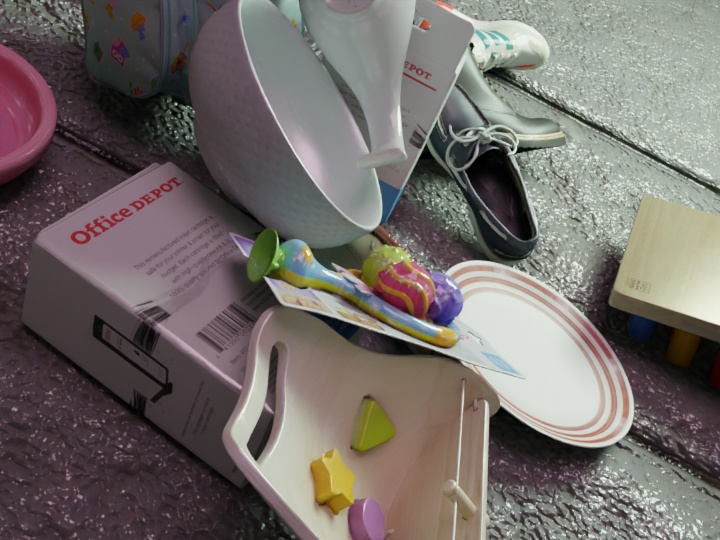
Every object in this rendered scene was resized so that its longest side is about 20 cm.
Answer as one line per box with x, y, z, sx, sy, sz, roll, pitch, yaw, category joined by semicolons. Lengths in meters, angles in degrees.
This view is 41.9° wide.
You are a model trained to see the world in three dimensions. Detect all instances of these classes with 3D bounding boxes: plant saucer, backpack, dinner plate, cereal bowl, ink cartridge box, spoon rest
-0.342;-0.121;0.732;0.198;0.051;0.202;16;40;-14;plant saucer
-0.150;-0.230;0.828;0.198;0.178;0.153;20;29;29;backpack
0.145;0.071;0.798;0.198;0.024;0.201;22;36;-17;dinner plate
-0.067;-0.103;0.718;0.201;0.083;0.201;52;21;-30;cereal bowl
-0.113;0.030;0.663;0.199;0.085;0.146;34;39;11;ink cartridge box
0.019;-0.161;0.852;0.115;0.201;0.067;28;28;3;ink cartridge box
0.004;-0.178;0.766;0.098;0.061;0.203;-11;81;11;spoon rest

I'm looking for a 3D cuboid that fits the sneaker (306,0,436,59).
0.006;-0.273;1.059;0.104;0.060;0.201;33;62;-5;sneaker

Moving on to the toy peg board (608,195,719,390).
0.349;0.038;0.927;0.197;0.099;0.200;18;36;15;toy peg board

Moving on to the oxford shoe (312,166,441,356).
0.000;0.000;0.792;0.073;0.071;0.201;-27;62;-13;oxford shoe

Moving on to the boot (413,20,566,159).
0.134;-0.193;1.002;0.198;0.077;0.140;-4;89;-34;boot

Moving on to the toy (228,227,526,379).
0.018;0.010;0.636;0.198;0.048;0.115;16;16;-31;toy

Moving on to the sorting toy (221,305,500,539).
-0.006;0.115;0.554;0.180;0.106;0.201;47;31;-25;sorting toy

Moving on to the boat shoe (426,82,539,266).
0.116;-0.103;0.906;0.074;0.062;0.202;-15;76;-15;boat shoe

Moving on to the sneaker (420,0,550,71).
0.145;-0.266;1.165;0.197;0.070;0.094;11;58;-20;sneaker
